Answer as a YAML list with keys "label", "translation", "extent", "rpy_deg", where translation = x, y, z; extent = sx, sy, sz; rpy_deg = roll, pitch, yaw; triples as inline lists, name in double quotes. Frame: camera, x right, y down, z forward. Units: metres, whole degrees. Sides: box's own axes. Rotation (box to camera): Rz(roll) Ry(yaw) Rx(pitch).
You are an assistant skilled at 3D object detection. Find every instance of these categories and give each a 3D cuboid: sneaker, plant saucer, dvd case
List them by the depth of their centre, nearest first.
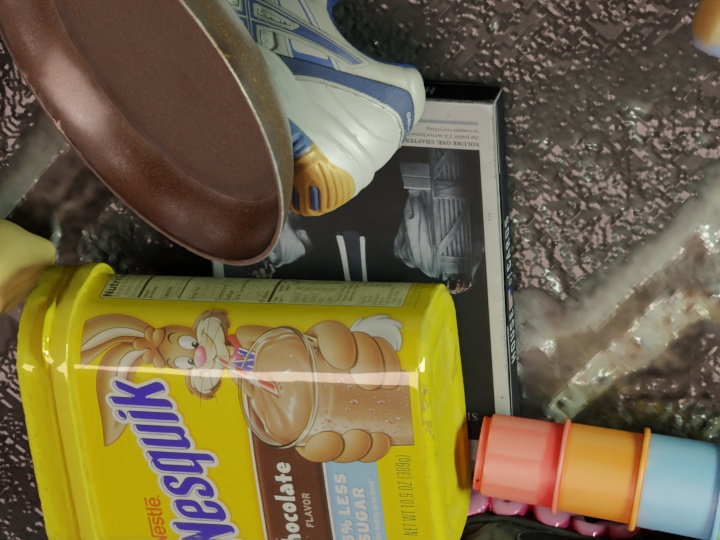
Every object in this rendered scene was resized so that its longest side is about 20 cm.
- label: "plant saucer"
  translation: [-0.095, -0.092, 1.337]
  extent: [0.200, 0.032, 0.200]
  rpy_deg: [39, 152, 25]
- label: "sneaker"
  translation: [-0.057, -0.114, 1.384]
  extent: [0.200, 0.088, 0.075]
  rpy_deg: [44, 156, 12]
- label: "dvd case"
  translation: [0.000, 0.000, 1.451]
  extent: [0.150, 0.025, 0.200]
  rpy_deg: [4, 119, 15]
- label: "sneaker"
  translation: [0.125, 0.162, 1.467]
  extent: [0.199, 0.095, 0.079]
  rpy_deg: [5, 118, 12]

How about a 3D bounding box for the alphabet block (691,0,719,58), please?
- label: "alphabet block"
  translation: [0.261, -0.178, 1.174]
  extent: [0.195, 0.196, 0.200]
  rpy_deg: [19, 122, 3]

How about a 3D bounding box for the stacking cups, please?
- label: "stacking cups"
  translation: [0.155, 0.106, 1.440]
  extent: [0.199, 0.061, 0.061]
  rpy_deg: [8, 121, 8]

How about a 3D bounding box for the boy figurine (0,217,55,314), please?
- label: "boy figurine"
  translation: [-0.252, -0.005, 1.499]
  extent: [0.200, 0.064, 0.125]
  rpy_deg: [11, 119, 14]

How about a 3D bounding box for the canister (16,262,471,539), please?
- label: "canister"
  translation: [-0.053, 0.071, 1.444]
  extent: [0.199, 0.087, 0.149]
  rpy_deg: [1, 120, 15]
